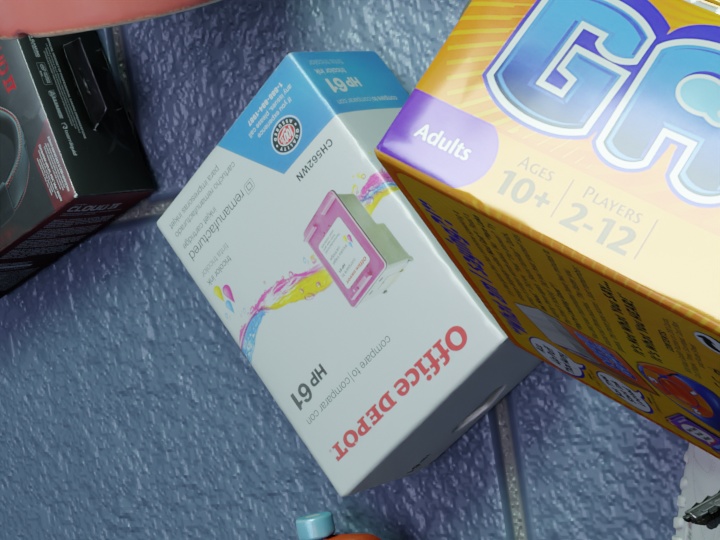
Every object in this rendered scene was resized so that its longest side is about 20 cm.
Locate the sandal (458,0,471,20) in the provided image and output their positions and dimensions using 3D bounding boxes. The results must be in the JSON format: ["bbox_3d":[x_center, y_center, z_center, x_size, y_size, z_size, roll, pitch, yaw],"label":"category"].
[{"bbox_3d":[0.099,-0.145,0.721,0.080,0.054,0.200,40,140,1],"label":"sandal"}]

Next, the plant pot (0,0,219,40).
[{"bbox_3d":[-0.148,-0.225,0.803,0.199,0.200,0.179,2,109,36],"label":"plant pot"}]

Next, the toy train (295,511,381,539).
[{"bbox_3d":[0.032,0.230,0.863,0.149,0.055,0.202,-18,85,43],"label":"toy train"}]

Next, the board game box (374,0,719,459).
[{"bbox_3d":[0.164,-0.044,0.591,0.199,0.200,0.201,28,80,29],"label":"board game box"}]

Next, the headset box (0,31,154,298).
[{"bbox_3d":[-0.233,-0.083,0.997,0.199,0.075,0.150,-29,79,35],"label":"headset box"}]

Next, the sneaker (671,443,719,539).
[{"bbox_3d":[0.182,0.125,0.728,0.080,0.076,0.202,-10,89,46],"label":"sneaker"}]

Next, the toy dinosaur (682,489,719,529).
[{"bbox_3d":[0.210,0.142,0.641,0.199,0.102,0.137,-26,82,8],"label":"toy dinosaur"}]

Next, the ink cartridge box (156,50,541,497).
[{"bbox_3d":[0.000,0.000,0.833,0.145,0.084,0.201,-47,70,30],"label":"ink cartridge box"}]
